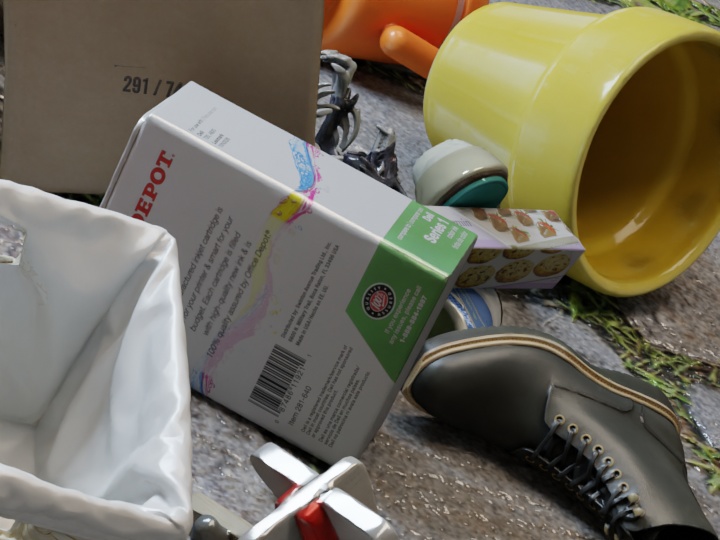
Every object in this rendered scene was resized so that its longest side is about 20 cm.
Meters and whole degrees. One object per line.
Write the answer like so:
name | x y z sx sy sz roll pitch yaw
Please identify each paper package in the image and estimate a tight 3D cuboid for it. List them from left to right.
paper package | -0.124 -0.146 1.692 0.200 0.191 0.104 3 25 -3

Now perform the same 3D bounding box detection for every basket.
basket | -0.198 0.070 1.270 0.198 0.161 0.200 17 42 -22

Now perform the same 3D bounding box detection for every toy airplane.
toy airplane | -0.010 0.179 1.317 0.199 0.141 0.200 40 -8 -2

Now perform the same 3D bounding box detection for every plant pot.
plant pot | 0.153 -0.107 1.965 0.201 0.201 0.189 -3 23 -46

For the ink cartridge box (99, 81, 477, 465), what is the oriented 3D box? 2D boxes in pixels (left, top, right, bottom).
ink cartridge box | -0.055 0.002 1.597 0.200 0.145 0.084 29 25 4

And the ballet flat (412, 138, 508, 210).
ballet flat | 0.060 -0.049 1.801 0.069 0.070 0.200 33 -13 12

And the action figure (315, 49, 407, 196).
action figure | -0.040 -0.097 1.850 0.200 0.102 0.119 23 14 -5

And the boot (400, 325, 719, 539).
boot | 0.130 0.112 1.659 0.200 0.078 0.138 13 34 -26

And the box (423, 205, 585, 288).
box | 0.065 -0.014 1.721 0.200 0.041 0.039 1 44 -50

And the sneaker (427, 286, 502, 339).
sneaker | 0.000 0.000 1.733 0.200 0.076 0.077 24 21 -3

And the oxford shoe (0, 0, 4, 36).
oxford shoe | -0.222 -0.195 1.915 0.084 0.073 0.200 56 24 0

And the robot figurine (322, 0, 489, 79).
robot figurine | 0.018 -0.218 2.114 0.200 0.117 0.144 4 13 -38
